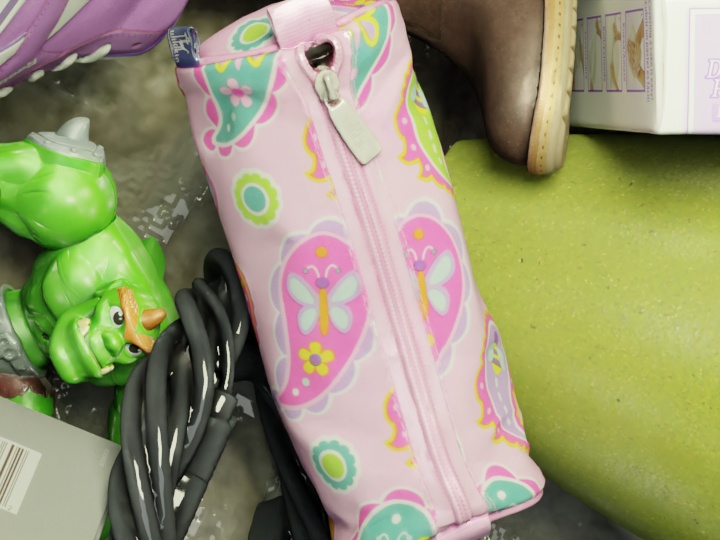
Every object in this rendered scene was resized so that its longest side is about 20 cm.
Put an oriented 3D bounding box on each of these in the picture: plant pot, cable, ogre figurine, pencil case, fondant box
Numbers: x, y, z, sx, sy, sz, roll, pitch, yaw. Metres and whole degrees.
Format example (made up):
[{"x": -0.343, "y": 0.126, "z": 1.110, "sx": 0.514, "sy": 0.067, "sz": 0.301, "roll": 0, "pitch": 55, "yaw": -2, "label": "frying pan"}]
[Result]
[{"x": 0.119, "y": 0.022, "z": 0.795, "sx": 0.199, "sy": 0.187, "sz": 0.188, "roll": 18, "pitch": 88, "yaw": 11, "label": "plant pot"}, {"x": -0.043, "y": 0.088, "z": 0.747, "sx": 0.050, "sy": 0.200, "sz": 0.164, "roll": -3, "pitch": 122, "yaw": 18, "label": "cable"}, {"x": -0.130, "y": 0.024, "z": 0.792, "sx": 0.119, "sy": 0.098, "sz": 0.201, "roll": -25, "pitch": 90, "yaw": -2, "label": "ogre figurine"}, {"x": 0.000, "y": 0.000, "z": 0.717, "sx": 0.087, "sy": 0.087, "sz": 0.201, "roll": -18, "pitch": 100, "yaw": -6, "label": "pencil case"}, {"x": 0.155, "y": -0.081, "z": 0.772, "sx": 0.143, "sy": 0.200, "sz": 0.059, "roll": -1, "pitch": 94, "yaw": -6, "label": "fondant box"}]

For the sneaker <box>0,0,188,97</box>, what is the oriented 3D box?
[{"x": -0.132, "y": -0.079, "z": 0.733, "sx": 0.200, "sy": 0.114, "sz": 0.073, "roll": -41, "pitch": 62, "yaw": 6, "label": "sneaker"}]

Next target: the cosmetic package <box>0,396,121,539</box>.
[{"x": -0.167, "y": 0.135, "z": 0.741, "sx": 0.106, "sy": 0.090, "sz": 0.201, "roll": 21, "pitch": 126, "yaw": -5, "label": "cosmetic package"}]

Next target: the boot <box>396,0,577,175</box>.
[{"x": -0.004, "y": -0.112, "z": 0.788, "sx": 0.165, "sy": 0.073, "sz": 0.201, "roll": -4, "pitch": 52, "yaw": -2, "label": "boot"}]
